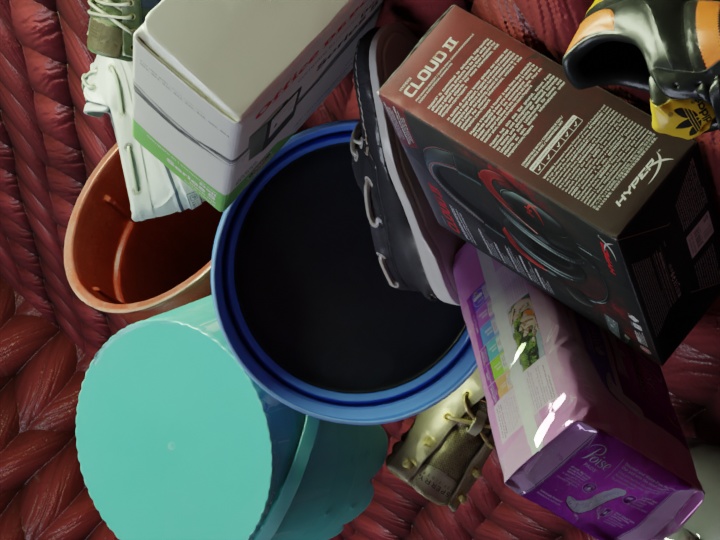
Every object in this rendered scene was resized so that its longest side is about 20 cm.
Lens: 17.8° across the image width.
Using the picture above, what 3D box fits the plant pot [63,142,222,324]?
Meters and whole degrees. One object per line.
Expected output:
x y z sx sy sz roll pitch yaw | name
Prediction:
-0.097 -0.004 1.821 0.200 0.201 0.195 26 167 48 | plant pot

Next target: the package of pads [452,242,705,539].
0.129 0.065 1.395 0.120 0.076 0.201 30 -151 -31 | package of pads

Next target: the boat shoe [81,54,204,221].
-0.177 -0.134 1.715 0.074 0.066 0.201 94 155 -81 | boat shoe

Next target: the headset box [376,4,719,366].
0.105 -0.053 1.314 0.199 0.075 0.149 34 165 31 | headset box

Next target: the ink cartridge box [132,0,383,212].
-0.062 -0.135 1.383 0.084 0.146 0.200 41 167 4 | ink cartridge box

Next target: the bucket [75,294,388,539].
-0.093 0.113 1.632 0.207 0.208 0.134 36 -154 25 | bucket

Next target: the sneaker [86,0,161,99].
-0.157 -0.187 1.609 0.067 0.090 0.201 33 163 35 | sneaker

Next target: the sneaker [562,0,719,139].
0.173 -0.084 0.998 0.200 0.090 0.070 28 161 47 | sneaker

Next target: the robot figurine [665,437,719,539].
0.245 0.182 1.557 0.169 0.114 0.200 17 -175 -38 | robot figurine

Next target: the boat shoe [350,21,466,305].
0.024 -0.065 1.437 0.060 0.074 0.201 6 135 33 | boat shoe

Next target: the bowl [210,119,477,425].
0.000 0.000 1.525 0.201 0.201 0.039 44 -179 -8 | bowl

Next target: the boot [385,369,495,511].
0.092 0.096 1.624 0.073 0.156 0.200 37 170 -14 | boot
